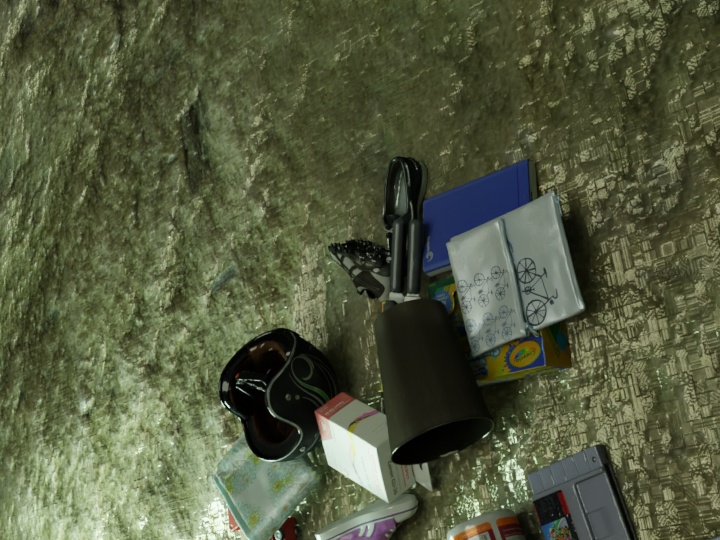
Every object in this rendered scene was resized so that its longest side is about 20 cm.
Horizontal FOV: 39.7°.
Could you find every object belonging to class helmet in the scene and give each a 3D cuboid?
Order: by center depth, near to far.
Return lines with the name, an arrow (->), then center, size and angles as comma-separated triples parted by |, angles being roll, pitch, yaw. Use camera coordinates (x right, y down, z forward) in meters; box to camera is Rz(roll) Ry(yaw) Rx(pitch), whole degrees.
helmet -> -0.129, 0.220, 1.711 | 0.198, 0.192, 0.201 | -23, 32, 15

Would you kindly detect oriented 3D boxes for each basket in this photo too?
basket -> 0.095, 0.155, 1.450 | 0.180, 0.135, 0.202 | -43, 51, 45

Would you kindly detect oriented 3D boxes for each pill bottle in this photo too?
pill bottle -> 0.203, 0.452, 1.413 | 0.109, 0.109, 0.202 | -36, 60, 34

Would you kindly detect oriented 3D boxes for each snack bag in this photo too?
snack bag -> 0.219, 0.007, 1.428 | 0.199, 0.021, 0.191 | -25, 66, 36

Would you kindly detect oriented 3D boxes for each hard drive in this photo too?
hard drive -> 0.182, -0.080, 1.543 | 0.199, 0.025, 0.133 | -20, 56, 36

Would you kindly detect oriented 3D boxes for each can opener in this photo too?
can opener -> 0.067, 0.020, 1.567 | 0.053, 0.067, 0.203 | 3, 92, 16

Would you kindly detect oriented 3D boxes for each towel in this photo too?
towel -> -0.173, 0.367, 1.790 | 0.172, 0.048, 0.200 | -51, 45, 7

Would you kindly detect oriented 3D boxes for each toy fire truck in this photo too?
toy fire truck -> -0.166, 0.508, 1.799 | 0.140, 0.048, 0.202 | -30, 65, 37

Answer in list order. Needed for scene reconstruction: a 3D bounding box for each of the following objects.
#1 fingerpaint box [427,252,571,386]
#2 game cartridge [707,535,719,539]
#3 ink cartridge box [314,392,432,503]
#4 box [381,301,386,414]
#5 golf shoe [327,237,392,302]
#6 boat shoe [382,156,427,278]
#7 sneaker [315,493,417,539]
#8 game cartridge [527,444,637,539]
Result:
fingerpaint box -> 0.202, 0.081, 1.494 | 0.199, 0.073, 0.169 | -18, 71, 41
game cartridge -> 0.474, 0.386, 1.215 | 0.199, 0.041, 0.135 | -31, 59, 37
ink cartridge box -> 0.020, 0.289, 1.601 | 0.199, 0.067, 0.118 | 20, 132, 47
box -> 0.075, 0.150, 1.622 | 0.075, 0.050, 0.203 | -6, 79, 44
golf shoe -> 0.000, 0.000, 1.685 | 0.200, 0.077, 0.096 | -152, 53, -66
boat shoe -> 0.064, -0.089, 1.661 | 0.075, 0.060, 0.203 | -4, 81, 43
sneaker -> 0.030, 0.441, 1.622 | 0.200, 0.072, 0.115 | -32, 82, 30
game cartridge -> 0.312, 0.358, 1.377 | 0.129, 0.038, 0.202 | -31, 63, 32
